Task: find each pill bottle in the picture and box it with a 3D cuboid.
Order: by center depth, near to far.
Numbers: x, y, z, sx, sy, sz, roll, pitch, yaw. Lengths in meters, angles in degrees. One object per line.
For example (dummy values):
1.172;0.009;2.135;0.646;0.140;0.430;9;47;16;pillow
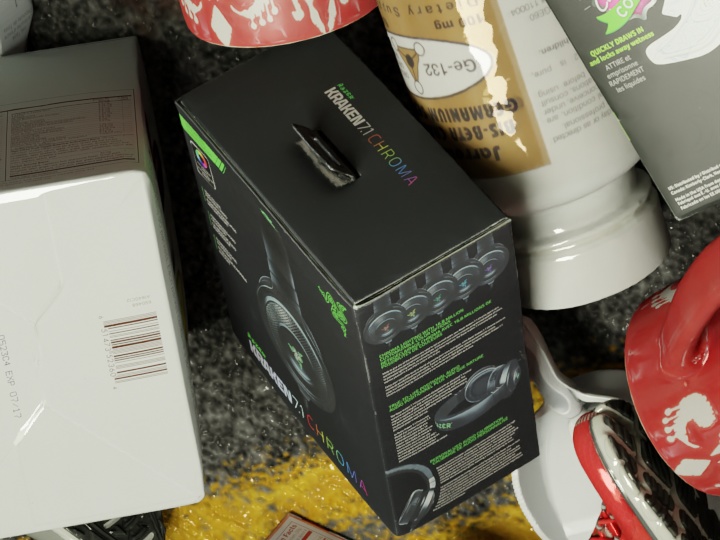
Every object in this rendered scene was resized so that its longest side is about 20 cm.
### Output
0.083;-0.089;1.374;0.114;0.114;0.201;-8;114;30;pill bottle

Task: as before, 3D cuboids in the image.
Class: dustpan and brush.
0.121;0.081;1.460;0.139;0.057;0.201;-16;117;31;dustpan and brush

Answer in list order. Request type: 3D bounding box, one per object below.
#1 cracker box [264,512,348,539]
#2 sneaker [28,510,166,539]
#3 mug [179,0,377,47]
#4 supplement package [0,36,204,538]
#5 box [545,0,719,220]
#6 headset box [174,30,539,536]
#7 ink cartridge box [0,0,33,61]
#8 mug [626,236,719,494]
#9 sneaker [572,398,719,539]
0.020;0.245;1.622;0.199;0.058;0.135;24;124;15;cracker box
-0.200;0.123;1.669;0.200;0.074;0.080;33;136;16;sneaker
-0.071;-0.226;1.383;0.177;0.133;0.201;9;125;36;mug
-0.170;0.005;1.478;0.146;0.200;0.192;-9;116;-2;supplement package
0.165;-0.156;1.275;0.124;0.149;0.201;-25;103;35;box
0.000;0.000;1.394;0.174;0.092;0.201;49;161;36;headset box
-0.259;-0.132;1.580;0.161;0.050;0.201;10;129;22;ink cartridge box
0.223;0.013;1.338;0.199;0.134;0.177;-27;120;40;mug
0.142;0.148;1.432;0.084;0.077;0.200;-16;132;17;sneaker
